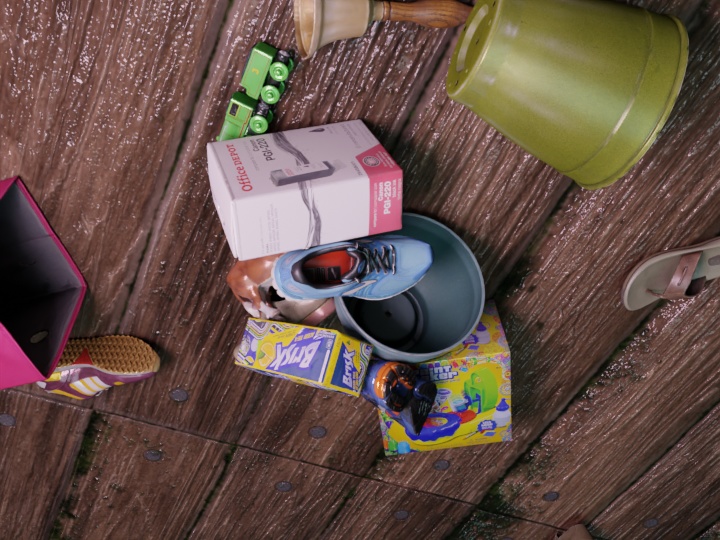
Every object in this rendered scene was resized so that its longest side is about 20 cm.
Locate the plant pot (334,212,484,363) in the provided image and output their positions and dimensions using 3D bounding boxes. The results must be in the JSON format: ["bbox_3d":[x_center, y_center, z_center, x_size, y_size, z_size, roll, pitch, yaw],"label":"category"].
[{"bbox_3d":[0.050,0.041,0.965,0.199,0.201,0.134,10,153,-10],"label":"plant pot"}]

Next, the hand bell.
[{"bbox_3d":[0.034,-0.287,0.781,0.199,0.104,0.104,-5,128,-16],"label":"hand bell"}]

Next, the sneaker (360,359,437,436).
[{"bbox_3d":[0.046,0.162,0.956,0.078,0.076,0.200,19,159,32],"label":"sneaker"}]

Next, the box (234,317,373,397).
[{"bbox_3d":[-0.078,0.109,0.916,0.064,0.070,0.200,26,165,-39],"label":"box"}]

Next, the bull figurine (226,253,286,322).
[{"bbox_3d":[-0.109,-0.015,0.959,0.065,0.122,0.200,-14,155,-50],"label":"bull figurine"}]

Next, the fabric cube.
[{"bbox_3d":[-0.508,0.030,0.905,0.198,0.197,0.201,-14,127,7],"label":"fabric cube"}]

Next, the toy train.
[{"bbox_3d":[-0.139,-0.183,0.864,0.056,0.042,0.200,24,123,-8],"label":"toy train"}]

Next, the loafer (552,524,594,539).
[{"bbox_3d":[0.424,0.579,1.457,0.076,0.068,0.200,18,140,-12],"label":"loafer"}]

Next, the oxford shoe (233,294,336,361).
[{"bbox_3d":[-0.123,0.073,1.053,0.200,0.071,0.074,-34,96,22],"label":"oxford shoe"}]

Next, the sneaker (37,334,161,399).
[{"bbox_3d":[-0.400,0.154,1.089,0.199,0.075,0.090,2,135,4],"label":"sneaker"}]

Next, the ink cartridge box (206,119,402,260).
[{"bbox_3d":[-0.068,-0.099,0.831,0.199,0.146,0.085,-14,130,-15],"label":"ink cartridge box"}]

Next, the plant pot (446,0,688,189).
[{"bbox_3d":[0.204,-0.215,0.765,0.192,0.201,0.201,19,124,-12],"label":"plant pot"}]

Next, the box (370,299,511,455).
[{"bbox_3d":[0.121,0.165,1.090,0.199,0.122,0.193,-8,126,3],"label":"box"}]

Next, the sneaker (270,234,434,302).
[{"bbox_3d":[0.000,0.000,0.835,0.199,0.090,0.079,-10,89,-19],"label":"sneaker"}]

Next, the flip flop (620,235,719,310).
[{"bbox_3d":[0.478,0.008,1.029,0.199,0.058,0.081,-19,126,11],"label":"flip flop"}]
